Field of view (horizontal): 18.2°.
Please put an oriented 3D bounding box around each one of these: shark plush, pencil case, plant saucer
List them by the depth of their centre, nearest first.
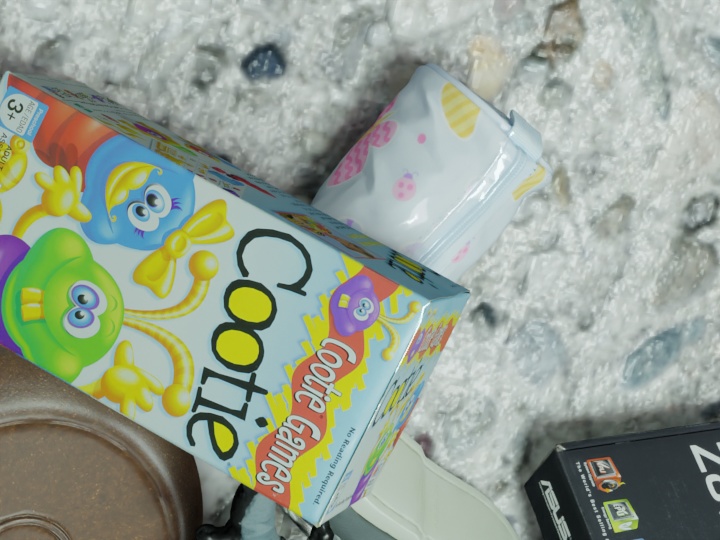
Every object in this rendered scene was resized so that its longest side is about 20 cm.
[{"bbox_3d":[0.000,0.000,1.037,0.083,0.091,0.200,41,87,-15],"label":"pencil case"},{"bbox_3d":[-0.162,0.134,1.043,0.198,0.034,0.202,-8,111,-21],"label":"plant saucer"},{"bbox_3d":[-0.047,0.144,1.056,0.083,0.091,0.201,-35,136,-22],"label":"shark plush"}]

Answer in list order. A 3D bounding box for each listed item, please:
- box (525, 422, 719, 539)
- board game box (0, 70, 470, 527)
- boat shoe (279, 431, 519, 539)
[{"bbox_3d":[0.189,0.175,1.124,0.160,0.201,0.049,-4,149,-27],"label":"box"},{"bbox_3d":[-0.070,0.009,0.943,0.199,0.105,0.104,28,97,10],"label":"board game box"},{"bbox_3d":[0.026,0.140,1.128,0.061,0.073,0.200,-18,133,30],"label":"boat shoe"}]
